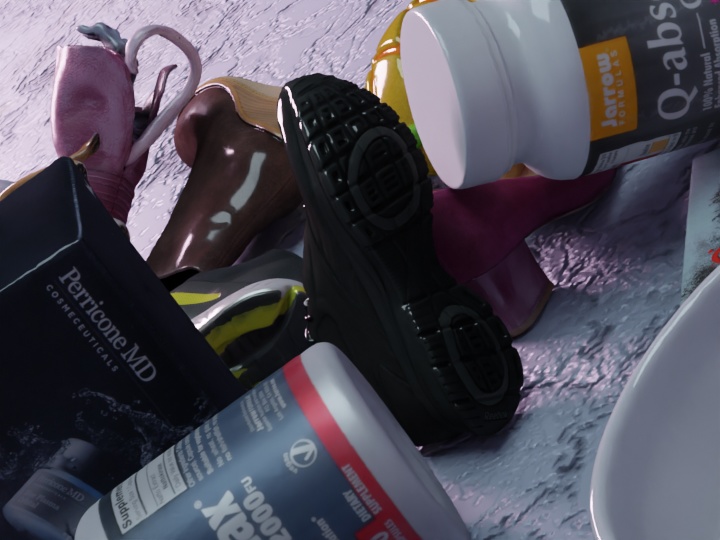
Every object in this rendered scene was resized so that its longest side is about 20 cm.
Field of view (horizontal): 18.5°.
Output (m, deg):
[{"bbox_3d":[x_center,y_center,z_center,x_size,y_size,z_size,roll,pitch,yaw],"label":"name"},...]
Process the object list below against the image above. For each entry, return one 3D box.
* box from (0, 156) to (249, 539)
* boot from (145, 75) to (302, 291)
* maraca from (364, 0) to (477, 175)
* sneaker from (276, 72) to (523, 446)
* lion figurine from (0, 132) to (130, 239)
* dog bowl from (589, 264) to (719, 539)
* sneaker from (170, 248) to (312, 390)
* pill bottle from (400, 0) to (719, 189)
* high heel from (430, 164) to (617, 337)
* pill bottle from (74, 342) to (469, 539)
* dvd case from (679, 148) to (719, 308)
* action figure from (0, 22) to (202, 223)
[{"bbox_3d":[-0.173,0.085,1.159,0.200,0.197,0.117,-34,25,5],"label":"box"},{"bbox_3d":[-0.106,-0.051,1.462,0.166,0.072,0.200,-53,24,-23],"label":"boot"},{"bbox_3d":[0.049,-0.104,1.311,0.200,0.107,0.137,-42,7,7],"label":"maraca"},{"bbox_3d":[0.000,0.000,1.101,0.091,0.200,0.076,-26,-4,43],"label":"sneaker"},{"bbox_3d":[-0.209,0.018,1.398,0.122,0.072,0.200,-9,75,28],"label":"lion figurine"},{"bbox_3d":[0.184,0.058,0.831,0.200,0.079,0.200,-43,20,20],"label":"dog bowl"},{"bbox_3d":[-0.106,0.050,1.302,0.200,0.075,0.085,-20,22,14],"label":"sneaker"},{"bbox_3d":[0.129,-0.111,1.128,0.200,0.117,0.116,-16,21,-13],"label":"pill bottle"},{"bbox_3d":[0.080,-0.059,1.199,0.067,0.096,0.200,-15,33,40],"label":"high heel"},{"bbox_3d":[-0.061,0.136,1.018,0.200,0.120,0.120,-36,24,3],"label":"pill bottle"},{"bbox_3d":[0.218,-0.021,1.041,0.146,0.022,0.200,-24,28,27],"label":"dvd case"},{"bbox_3d":[-0.169,-0.051,1.466,0.149,0.134,0.200,-2,72,39],"label":"action figure"}]
